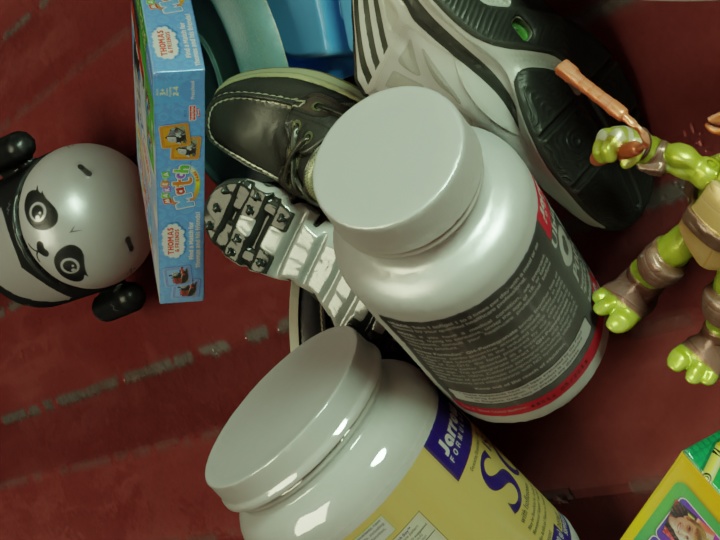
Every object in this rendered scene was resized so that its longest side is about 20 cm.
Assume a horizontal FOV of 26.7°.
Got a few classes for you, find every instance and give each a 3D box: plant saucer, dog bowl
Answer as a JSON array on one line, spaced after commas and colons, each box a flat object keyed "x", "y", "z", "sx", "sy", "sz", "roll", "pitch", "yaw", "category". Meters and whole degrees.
[{"x": -0.098, "y": -0.134, "z": 1.044, "sx": 0.200, "sy": 0.027, "sz": 0.201, "roll": 49, "pitch": 150, "yaw": 43, "category": "plant saucer"}, {"x": -0.003, "y": -0.172, "z": 0.949, "sx": 0.199, "sy": 0.049, "sz": 0.113, "roll": 4, "pitch": 109, "yaw": 53, "category": "dog bowl"}]

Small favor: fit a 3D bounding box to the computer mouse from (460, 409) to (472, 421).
[{"x": 0.031, "y": 0.133, "z": 0.992, "sx": 0.053, "sy": 0.137, "sz": 0.202, "roll": -80, "pitch": -5, "yaw": -76, "category": "computer mouse"}]

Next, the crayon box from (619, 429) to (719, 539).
[{"x": 0.194, "y": 0.192, "z": 0.846, "sx": 0.119, "sy": 0.058, "sz": 0.201, "roll": 50, "pitch": 140, "yaw": 26, "category": "crayon box"}]

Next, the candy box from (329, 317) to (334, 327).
[{"x": -0.008, "y": 0.062, "z": 1.081, "sx": 0.102, "sy": 0.026, "sz": 0.202, "roll": 27, "pitch": 126, "yaw": 45, "category": "candy box"}]

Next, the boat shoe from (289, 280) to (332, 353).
[{"x": -0.009, "y": 0.096, "z": 1.048, "sx": 0.073, "sy": 0.062, "sz": 0.202, "roll": -66, "pitch": -33, "yaw": -81, "category": "boat shoe"}]

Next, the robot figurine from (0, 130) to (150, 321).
[{"x": -0.253, "y": -0.035, "z": 1.275, "sx": 0.199, "sy": 0.149, "sz": 0.126, "roll": -15, "pitch": 64, "yaw": 55, "category": "robot figurine"}]

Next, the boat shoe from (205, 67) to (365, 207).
[{"x": -0.014, "y": -0.070, "z": 0.919, "sx": 0.199, "sy": 0.066, "sz": 0.072, "roll": 19, "pitch": 122, "yaw": 20, "category": "boat shoe"}]

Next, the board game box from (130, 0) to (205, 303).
[{"x": -0.128, "y": -0.101, "z": 1.008, "sx": 0.201, "sy": 0.036, "sz": 0.152, "roll": 95, "pitch": 165, "yaw": -46, "category": "board game box"}]

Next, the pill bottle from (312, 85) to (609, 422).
[{"x": 0.053, "y": -0.007, "z": 0.800, "sx": 0.111, "sy": 0.111, "sz": 0.200, "roll": 36, "pitch": 172, "yaw": 38, "category": "pill bottle"}]

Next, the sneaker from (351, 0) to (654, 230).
[{"x": 0.072, "y": -0.100, "z": 0.839, "sx": 0.201, "sy": 0.076, "sz": 0.115, "roll": 50, "pitch": 152, "yaw": -12, "category": "sneaker"}]

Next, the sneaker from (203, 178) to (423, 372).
[{"x": 0.000, "y": 0.000, "z": 0.965, "sx": 0.199, "sy": 0.090, "sz": 0.067, "roll": 34, "pitch": 113, "yaw": 13, "category": "sneaker"}]

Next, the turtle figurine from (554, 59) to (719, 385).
[{"x": 0.173, "y": -0.025, "z": 0.760, "sx": 0.199, "sy": 0.065, "sz": 0.162, "roll": 26, "pitch": 139, "yaw": 5, "category": "turtle figurine"}]

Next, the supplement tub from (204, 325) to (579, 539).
[{"x": 0.020, "y": 0.145, "z": 0.895, "sx": 0.200, "sy": 0.146, "sz": 0.145, "roll": 46, "pitch": 148, "yaw": -17, "category": "supplement tub"}]
